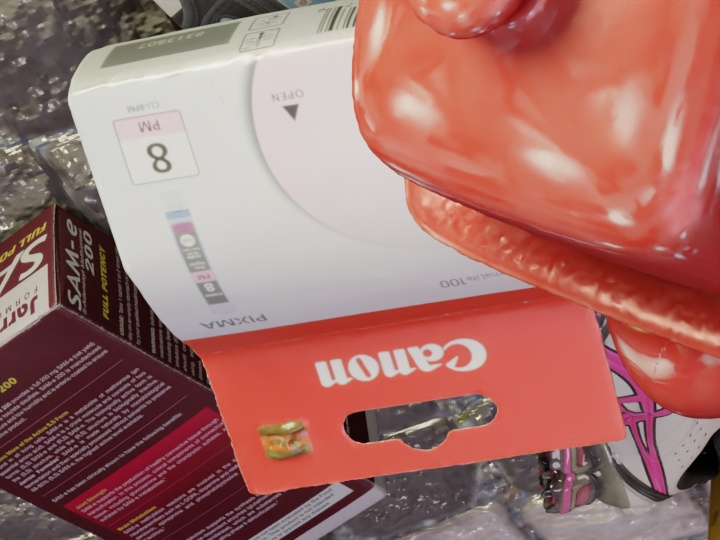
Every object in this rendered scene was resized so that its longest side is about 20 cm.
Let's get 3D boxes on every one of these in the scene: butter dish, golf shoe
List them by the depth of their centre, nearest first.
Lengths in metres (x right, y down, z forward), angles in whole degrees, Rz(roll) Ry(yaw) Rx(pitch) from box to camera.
[{"bbox_3d":[0.069,-0.082,0.688,0.148,0.200,0.200,2,106,-49],"label":"butter dish"},{"bbox_3d":[0.123,0.035,1.036,0.092,0.073,0.200,-4,147,-1],"label":"golf shoe"}]

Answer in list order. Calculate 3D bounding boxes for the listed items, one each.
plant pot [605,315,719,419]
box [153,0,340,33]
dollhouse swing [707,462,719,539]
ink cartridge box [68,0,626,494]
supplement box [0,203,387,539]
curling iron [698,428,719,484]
[{"bbox_3d":[0.198,-0.009,0.817,0.182,0.201,0.200,26,130,-21],"label":"plant pot"},{"bbox_3d":[-0.027,-0.133,0.844,0.119,0.042,0.200,-27,138,22],"label":"box"},{"bbox_3d":[0.272,0.092,1.061,0.175,0.182,0.200,19,134,-7],"label":"dollhouse swing"},{"bbox_3d":[0.000,0.000,0.877,0.162,0.057,0.201,-9,113,15],"label":"ink cartridge box"},{"bbox_3d":[-0.095,0.062,1.040,0.109,0.061,0.200,-34,133,26],"label":"supplement box"},{"bbox_3d":[0.179,0.037,1.070,0.026,0.050,0.200,34,143,9],"label":"curling iron"}]
